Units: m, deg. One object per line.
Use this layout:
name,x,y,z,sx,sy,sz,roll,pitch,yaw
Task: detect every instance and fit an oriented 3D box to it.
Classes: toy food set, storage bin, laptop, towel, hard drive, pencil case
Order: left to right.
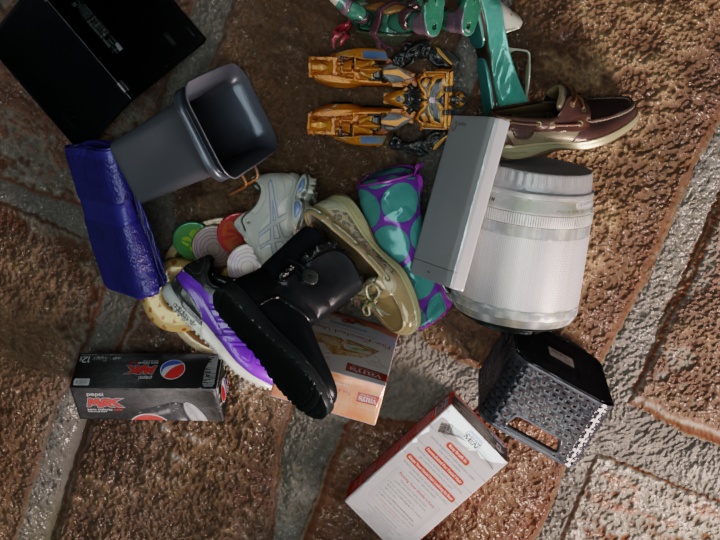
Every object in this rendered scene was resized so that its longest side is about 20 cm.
laptop,-0.340,-0.294,1.619,0.200,0.116,0.187,-43,98,-16
towel,-0.310,-0.069,1.611,0.049,0.147,0.201,-21,108,-29
storage bin,-0.204,-0.152,1.555,0.134,0.200,0.146,-23,101,21
toy food set,-0.173,0.023,1.659,0.200,0.049,0.198,37,104,-3
pencil case,0.058,-0.031,1.605,0.092,0.085,0.201,-11,103,23
hard drive,0.115,-0.084,1.501,0.027,0.132,0.201,15,93,-19
storage bin,0.227,0.144,1.570,0.135,0.200,0.094,29,105,-2

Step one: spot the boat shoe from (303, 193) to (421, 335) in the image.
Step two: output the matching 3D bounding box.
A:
boat shoe,0.000,0.000,1.567,0.200,0.063,0.073,55,135,9

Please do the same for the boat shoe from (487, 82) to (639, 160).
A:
boat shoe,0.245,-0.190,1.531,0.199,0.072,0.072,-12,125,-9

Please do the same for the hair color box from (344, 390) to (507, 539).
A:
hair color box,0.088,0.271,1.686,0.200,0.064,0.111,-43,95,14

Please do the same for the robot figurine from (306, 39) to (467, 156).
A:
robot figurine,0.033,-0.214,1.576,0.199,0.058,0.146,2,102,6

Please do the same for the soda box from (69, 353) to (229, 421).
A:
soda box,-0.278,0.155,1.681,0.199,0.064,0.071,0,134,6

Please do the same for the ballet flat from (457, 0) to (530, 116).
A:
ballet flat,0.170,-0.276,1.554,0.070,0.067,0.201,-17,103,-12

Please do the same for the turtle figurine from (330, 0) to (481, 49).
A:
turtle figurine,0.038,-0.317,1.525,0.199,0.149,0.101,20,130,41

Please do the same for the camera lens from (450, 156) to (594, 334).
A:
camera lens,0.199,-0.032,1.552,0.159,0.160,0.201,8,104,3

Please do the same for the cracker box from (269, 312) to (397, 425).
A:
cracker box,-0.029,0.113,1.587,0.133,0.200,0.058,16,109,1

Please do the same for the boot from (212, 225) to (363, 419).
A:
boot,-0.052,0.054,1.479,0.200,0.168,0.077,47,147,13

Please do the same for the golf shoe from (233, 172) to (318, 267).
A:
golf shoe,-0.115,-0.031,1.594,0.097,0.078,0.201,9,66,2

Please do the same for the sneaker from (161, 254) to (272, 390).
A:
sneaker,-0.151,0.061,1.605,0.200,0.070,0.100,44,101,-6
